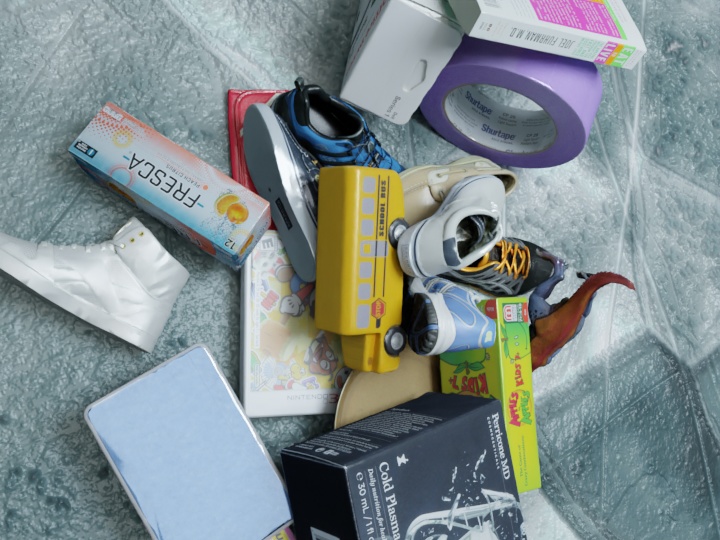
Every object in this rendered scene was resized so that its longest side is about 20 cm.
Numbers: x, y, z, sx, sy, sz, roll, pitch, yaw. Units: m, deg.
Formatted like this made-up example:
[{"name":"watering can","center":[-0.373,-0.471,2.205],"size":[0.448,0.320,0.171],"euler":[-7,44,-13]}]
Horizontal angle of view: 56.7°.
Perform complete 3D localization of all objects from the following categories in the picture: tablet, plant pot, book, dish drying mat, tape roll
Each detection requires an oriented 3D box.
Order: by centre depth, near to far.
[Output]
[{"name":"tablet","center":[-0.158,0.186,0.638],"size":[0.130,0.014,0.201],"euler":[-30,90,-18]},{"name":"book","center":[0.174,-0.265,0.653],"size":[0.199,0.048,0.134],"euler":[2,53,-25]},{"name":"plant pot","center":[0.050,0.174,0.753],"size":[0.199,0.027,0.202],"euler":[4,83,-33]},{"name":"dish drying mat","center":[-0.108,-0.108,0.760],"size":[0.076,0.018,0.202],"euler":[-3,84,-20]},{"name":"tape roll","center":[0.169,-0.198,0.767],"size":[0.199,0.200,0.066],"euler":[27,76,-13]}]

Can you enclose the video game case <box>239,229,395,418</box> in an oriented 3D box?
[{"name":"video game case","center":[-0.045,0.058,0.747],"size":[0.181,0.023,0.202],"euler":[3,82,-25]}]

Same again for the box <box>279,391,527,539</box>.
[{"name":"box","center":[0.049,0.246,0.655],"size":[0.196,0.124,0.202],"euler":[-13,92,-36]}]

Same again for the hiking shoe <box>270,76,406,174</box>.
[{"name":"hiking shoe","center":[-0.011,-0.133,0.753],"size":[0.199,0.087,0.075],"euler":[31,74,-22]}]

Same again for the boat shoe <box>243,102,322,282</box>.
[{"name":"boat shoe","center":[-0.056,-0.091,0.727],"size":[0.090,0.071,0.201],"euler":[-19,86,-35]}]

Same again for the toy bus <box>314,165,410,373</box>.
[{"name":"toy bus","center":[0.000,0.000,0.667],"size":[0.078,0.065,0.202],"euler":[-2,96,-40]}]

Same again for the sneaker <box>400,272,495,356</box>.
[{"name":"sneaker","center":[0.083,0.047,0.714],"size":[0.076,0.200,0.076],"euler":[6,104,-8]}]

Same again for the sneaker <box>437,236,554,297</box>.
[{"name":"sneaker","center":[0.157,-0.012,0.806],"size":[0.199,0.077,0.079],"euler":[5,80,-19]}]

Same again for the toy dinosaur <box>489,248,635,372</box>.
[{"name":"toy dinosaur","center":[0.193,0.072,0.755],"size":[0.104,0.200,0.182],"euler":[27,89,2]}]

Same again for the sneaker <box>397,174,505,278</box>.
[{"name":"sneaker","center":[0.117,-0.046,0.694],"size":[0.200,0.070,0.073],"euler":[-42,123,-44]}]

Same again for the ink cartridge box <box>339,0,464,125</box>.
[{"name":"ink cartridge box","center":[0.051,-0.285,0.733],"size":[0.084,0.146,0.201],"euler":[20,52,-14]}]

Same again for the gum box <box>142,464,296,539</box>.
[{"name":"gum box","center":[-0.119,0.299,0.676],"size":[0.113,0.066,0.201],"euler":[-31,92,-19]}]

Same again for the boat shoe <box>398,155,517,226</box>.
[{"name":"boat shoe","center":[0.101,-0.086,0.779],"size":[0.199,0.065,0.073],"euler":[-22,121,-32]}]

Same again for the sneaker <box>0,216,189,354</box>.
[{"name":"sneaker","center":[-0.273,-0.013,0.669],"size":[0.199,0.074,0.116],"euler":[33,72,-22]}]

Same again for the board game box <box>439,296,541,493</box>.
[{"name":"board game box","center":[0.139,0.134,0.738],"size":[0.047,0.101,0.202],"euler":[0,84,-33]}]

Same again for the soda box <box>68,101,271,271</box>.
[{"name":"soda box","center":[-0.190,-0.084,0.683],"size":[0.199,0.064,0.069],"euler":[32,73,3]}]
